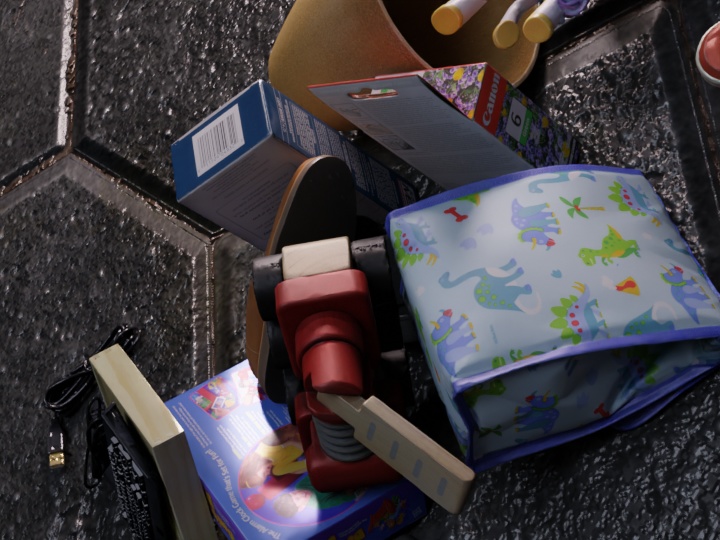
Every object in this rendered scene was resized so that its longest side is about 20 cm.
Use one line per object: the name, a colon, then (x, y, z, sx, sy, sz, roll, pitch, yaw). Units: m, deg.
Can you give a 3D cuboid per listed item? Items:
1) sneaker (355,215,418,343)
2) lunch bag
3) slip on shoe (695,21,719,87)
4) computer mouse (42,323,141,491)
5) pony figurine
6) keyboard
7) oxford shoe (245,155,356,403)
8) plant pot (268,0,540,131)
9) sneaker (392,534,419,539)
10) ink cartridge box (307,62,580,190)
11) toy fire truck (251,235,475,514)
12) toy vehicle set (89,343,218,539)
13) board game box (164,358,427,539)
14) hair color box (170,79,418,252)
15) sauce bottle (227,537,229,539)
sneaker: (-0.002, 0.001, 1.099, 0.199, 0.060, 0.105, 0, 113, 34)
lunch bag: (0.136, 0.021, 0.957, 0.199, 0.128, 0.171, -19, 51, -2)
slip on shoe: (0.317, -0.181, 0.944, 0.199, 0.061, 0.075, -19, 58, 36)
computer mouse: (-0.246, 0.149, 1.285, 0.140, 0.046, 0.201, -40, 47, 17)
pony figurine: (0.166, -0.256, 1.047, 0.193, 0.167, 0.200, -25, 20, 51)
keyboard: (-0.192, 0.175, 1.104, 0.039, 0.201, 0.104, -27, 64, -20)
oxford shoe: (-0.057, -0.001, 1.061, 0.071, 0.071, 0.201, 42, 124, 46)
plant pot: (0.017, -0.194, 1.158, 0.199, 0.185, 0.188, -27, 51, 47)
sneaker: (0.098, 0.228, 0.927, 0.200, 0.075, 0.079, 32, 80, 39)
ink cartridge box: (0.066, -0.114, 1.033, 0.108, 0.200, 0.051, 1, 69, 42)
toy fire truck: (0.005, 0.098, 0.941, 0.128, 0.177, 0.201, -9, 45, 3)
toy vehicle set: (-0.155, 0.168, 1.100, 0.026, 0.201, 0.124, -26, 42, -19)
board game box: (-0.059, 0.146, 1.070, 0.134, 0.045, 0.200, -27, 41, -18)
hair color box: (-0.046, -0.061, 1.106, 0.100, 0.200, 0.061, -31, 50, 25)
sauce bottle: (-0.062, 0.223, 1.067, 0.065, 0.065, 0.200, -55, 45, 4)
